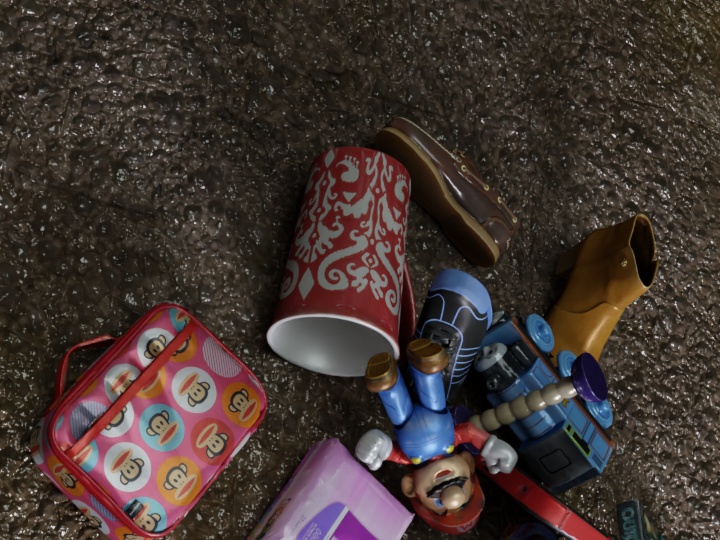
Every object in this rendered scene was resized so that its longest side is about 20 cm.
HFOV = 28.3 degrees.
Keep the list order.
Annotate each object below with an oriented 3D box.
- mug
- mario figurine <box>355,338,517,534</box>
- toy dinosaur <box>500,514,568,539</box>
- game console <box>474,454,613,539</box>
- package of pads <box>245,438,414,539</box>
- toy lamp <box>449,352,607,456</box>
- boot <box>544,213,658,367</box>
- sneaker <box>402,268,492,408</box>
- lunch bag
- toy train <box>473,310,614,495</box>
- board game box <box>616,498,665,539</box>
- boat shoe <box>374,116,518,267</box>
[{"bbox_3d":[-0.012,-0.002,1.459,0.132,0.178,0.202,3,62,11],"label":"mug"},{"bbox_3d":[0.074,0.173,1.374,0.106,0.122,0.201,-52,128,-50],"label":"mario figurine"},{"bbox_3d":[0.194,0.357,1.500,0.104,0.201,0.183,-7,49,9],"label":"toy dinosaur"},{"bbox_3d":[0.205,0.252,1.455,0.176,0.200,0.031,39,87,-19],"label":"game console"},{"bbox_3d":[-0.044,0.271,1.354,0.120,0.076,0.200,44,56,-11],"label":"package of pads"},{"bbox_3d":[0.153,0.144,1.451,0.058,0.199,0.059,39,38,-39],"label":"toy lamp"},{"bbox_3d":[0.268,0.043,1.588,0.070,0.144,0.203,18,65,-25],"label":"boot"},{"bbox_3d":[0.083,0.083,1.433,0.070,0.201,0.078,21,54,12],"label":"sneaker"},{"bbox_3d":[-0.199,0.131,1.305,0.176,0.082,0.200,45,54,-7],"label":"lunch bag"},{"bbox_3d":[0.194,0.137,1.531,0.200,0.086,0.114,51,35,-8],"label":"toy train"},{"bbox_3d":[0.312,0.362,1.508,0.135,0.028,0.201,53,29,-42],"label":"board game box"},{"bbox_3d":[0.097,-0.096,1.573,0.200,0.070,0.070,49,62,-19],"label":"boat shoe"}]
